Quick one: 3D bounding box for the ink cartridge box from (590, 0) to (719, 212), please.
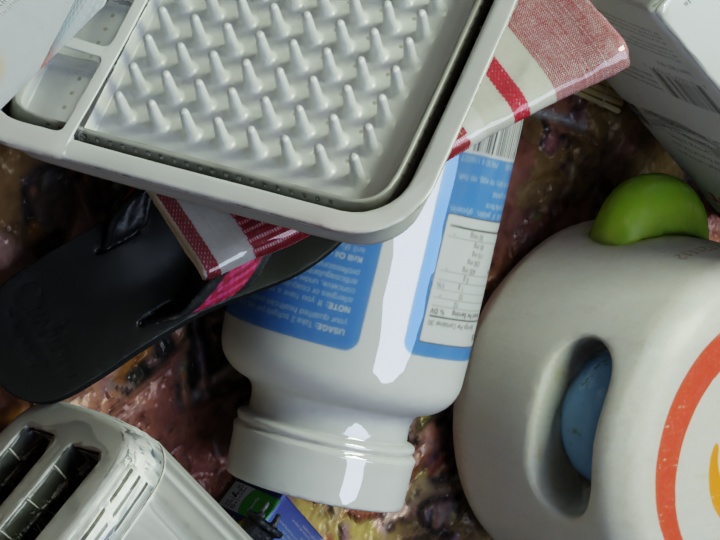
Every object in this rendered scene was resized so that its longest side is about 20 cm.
[{"bbox_3d":[0.178,-0.099,1.345,0.084,0.145,0.200,-48,121,-6],"label":"ink cartridge box"}]

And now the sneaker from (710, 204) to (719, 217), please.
[{"bbox_3d":[0.285,-0.071,1.498,0.200,0.104,0.060,-40,150,-12],"label":"sneaker"}]

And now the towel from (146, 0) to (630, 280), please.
[{"bbox_3d":[-0.009,-0.088,1.194,0.200,0.144,0.023,-28,147,-12],"label":"towel"}]

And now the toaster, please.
[{"bbox_3d":[-0.117,0.146,1.207,0.200,0.113,0.129,-50,127,-18],"label":"toaster"}]

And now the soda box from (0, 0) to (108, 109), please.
[{"bbox_3d":[-0.127,-0.136,1.117,0.200,0.064,0.068,-45,130,-1],"label":"soda box"}]

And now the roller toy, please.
[{"bbox_3d":[0.151,0.075,1.417,0.182,0.140,0.200,-47,129,-23],"label":"roller toy"}]

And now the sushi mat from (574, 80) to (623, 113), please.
[{"bbox_3d":[0.073,-0.147,1.371,0.200,0.012,0.096,19,88,-44],"label":"sushi mat"}]

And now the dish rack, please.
[{"bbox_3d":[-0.041,-0.091,1.158,0.044,0.199,0.172,76,34,-56],"label":"dish rack"}]

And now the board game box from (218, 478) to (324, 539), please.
[{"bbox_3d":[-0.035,0.209,1.352,0.136,0.034,0.200,-52,130,-19],"label":"board game box"}]

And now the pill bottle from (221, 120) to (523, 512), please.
[{"bbox_3d":[0.000,0.000,1.277,0.112,0.112,0.201,11,94,-44],"label":"pill bottle"}]

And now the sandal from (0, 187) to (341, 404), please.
[{"bbox_3d":[-0.071,-0.014,1.196,0.200,0.075,0.045,-36,170,-5],"label":"sandal"}]
